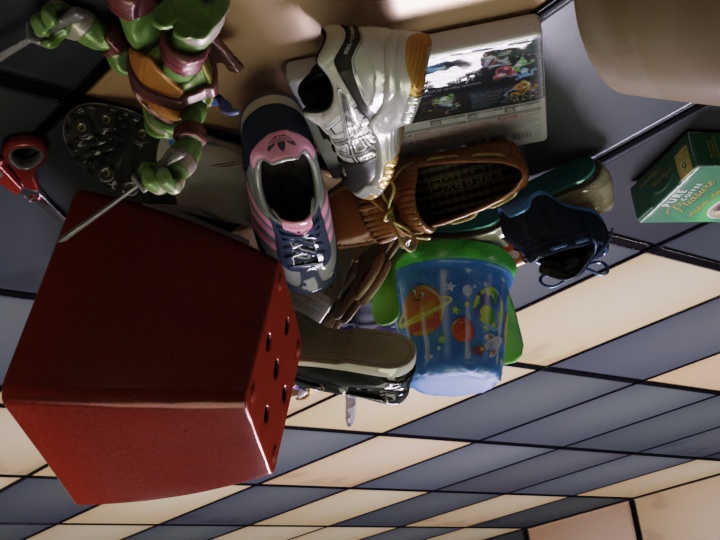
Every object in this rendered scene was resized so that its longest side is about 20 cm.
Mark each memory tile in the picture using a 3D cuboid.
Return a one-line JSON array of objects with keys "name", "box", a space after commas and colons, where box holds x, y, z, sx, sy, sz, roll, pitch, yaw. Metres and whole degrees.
[{"name": "memory tile", "box": [0.000, 0.000, 1.135, 0.017, 0.153, 0.200, 32, 147, -7]}]

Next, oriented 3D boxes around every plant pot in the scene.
[{"name": "plant pot", "box": [0.239, -0.182, 0.721, 0.173, 0.200, 0.200, -5, 165, 41]}, {"name": "plant pot", "box": [-0.152, 0.073, 0.946, 0.176, 0.200, 0.200, 4, 145, 9]}]

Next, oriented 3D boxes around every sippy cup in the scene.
[{"name": "sippy cup", "box": [0.091, 0.054, 1.146, 0.177, 0.131, 0.140, 3, 158, -9]}]

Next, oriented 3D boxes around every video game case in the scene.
[{"name": "video game case", "box": [0.054, -0.140, 0.954, 0.200, 0.023, 0.182, -9, 159, 7]}]

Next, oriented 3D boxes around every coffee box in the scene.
[{"name": "coffee box", "box": [0.390, -0.093, 1.153, 0.200, 0.044, 0.123, -2, 157, -16]}]

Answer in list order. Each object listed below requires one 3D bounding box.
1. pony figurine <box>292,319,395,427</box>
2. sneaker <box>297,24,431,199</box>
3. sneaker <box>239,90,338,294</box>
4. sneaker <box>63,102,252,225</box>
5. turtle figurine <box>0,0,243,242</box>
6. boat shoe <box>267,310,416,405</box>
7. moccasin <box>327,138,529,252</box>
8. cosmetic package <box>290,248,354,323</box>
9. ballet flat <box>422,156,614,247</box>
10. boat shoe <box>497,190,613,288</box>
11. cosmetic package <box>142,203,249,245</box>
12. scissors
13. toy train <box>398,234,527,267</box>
[{"name": "pony figurine", "box": [-0.004, 0.107, 1.415, 0.200, 0.167, 0.193, -21, 167, -7]}, {"name": "sneaker", "box": [-0.005, -0.125, 0.870, 0.088, 0.076, 0.200, 11, 153, -3]}, {"name": "sneaker", "box": [-0.057, -0.042, 0.928, 0.070, 0.082, 0.200, -16, 131, -1]}, {"name": "sneaker", "box": [-0.158, -0.089, 0.958, 0.200, 0.072, 0.072, 19, -168, -31]}, {"name": "turtle figurine", "box": [-0.164, -0.124, 0.758, 0.200, 0.144, 0.194, -5, 155, -17]}, {"name": "boat shoe", "box": [-0.043, 0.085, 1.072, 0.199, 0.075, 0.066, 6, 127, 14]}, {"name": "moccasin", "box": [0.049, -0.060, 0.995, 0.201, 0.074, 0.078, -10, -167, 9]}, {"name": "cosmetic package", "box": [-0.091, 0.054, 1.170, 0.071, 0.105, 0.200, 30, 121, -7]}, {"name": "ballet flat", "box": [0.155, -0.052, 1.131, 0.200, 0.068, 0.062, -16, 128, 22]}, {"name": "boat shoe", "box": [0.181, -0.019, 1.063, 0.084, 0.069, 0.200, -28, 160, 31]}, {"name": "cosmetic package", "box": [-0.186, 0.019, 1.142, 0.113, 0.081, 0.200, 25, 155, -4]}, {"name": "scissors", "box": [-0.302, -0.072, 1.019, 0.073, 0.014, 0.200, -7, 160, -7]}, {"name": "toy train", "box": [0.097, -0.009, 1.250, 0.200, 0.056, 0.150, -22, 154, 31]}]
